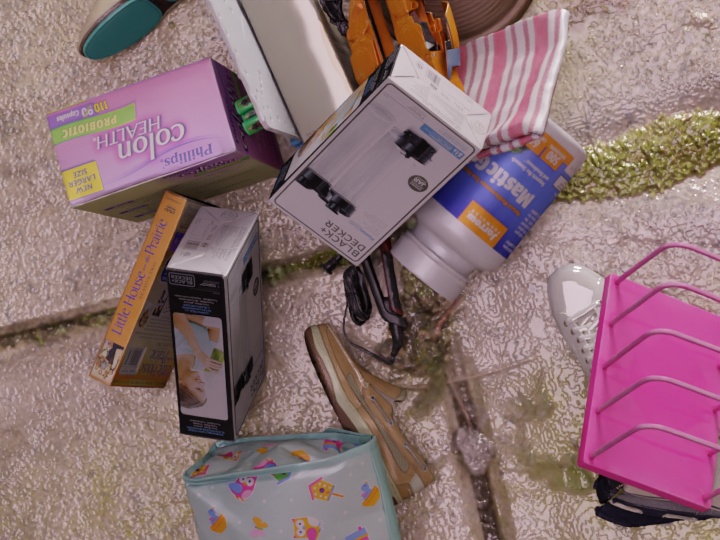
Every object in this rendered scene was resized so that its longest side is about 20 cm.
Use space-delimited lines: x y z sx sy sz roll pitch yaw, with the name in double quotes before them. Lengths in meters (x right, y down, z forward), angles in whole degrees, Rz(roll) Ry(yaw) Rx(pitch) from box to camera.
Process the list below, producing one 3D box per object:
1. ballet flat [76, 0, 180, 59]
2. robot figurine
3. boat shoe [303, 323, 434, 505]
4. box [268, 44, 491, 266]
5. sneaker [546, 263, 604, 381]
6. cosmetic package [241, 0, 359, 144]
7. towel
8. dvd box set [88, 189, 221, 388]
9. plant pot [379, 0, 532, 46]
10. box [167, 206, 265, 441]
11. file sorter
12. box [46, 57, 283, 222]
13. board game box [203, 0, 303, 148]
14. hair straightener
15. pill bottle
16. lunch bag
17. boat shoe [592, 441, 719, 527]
"ballet flat" -0.222 -0.299 1.810 0.199 0.069 0.070 -33 82 6
"robot figurine" 0.032 -0.243 1.667 0.144 0.058 0.202 -18 85 41
"boat shoe" 0.012 0.137 1.742 0.076 0.072 0.201 -27 93 -2
"box" 0.017 -0.106 1.630 0.116 0.060 0.200 37 129 -16
"sneaker" 0.248 0.079 1.685 0.073 0.085 0.201 -34 81 10
"cosmetic package" -0.042 -0.203 1.742 0.073 0.103 0.201 -25 84 14
"towel" 0.112 -0.170 1.673 0.199 0.030 0.147 -15 51 43
"dvd box set" -0.198 0.022 1.742 0.029 0.146 0.201 23 93 17
"plant pot" 0.082 -0.325 1.731 0.199 0.093 0.203 -1 87 12
"box" -0.140 0.053 1.693 0.060 0.117 0.201 7 124 11
"file sorter" 0.303 0.094 1.591 0.138 0.125 0.201 21 61 -14
"box" -0.190 -0.126 1.720 0.175 0.200 0.097 -18 85 10
"board game box" -0.113 -0.217 1.708 0.026 0.200 0.201 -26 83 12
"hair straightener" 0.000 0.000 1.764 0.076 0.041 0.202 -12 90 10
"pill bottle" 0.122 -0.071 1.701 0.112 0.112 0.200 39 94 10
"lunch bag" -0.056 0.251 1.703 0.198 0.122 0.172 -9 101 16
"boat shoe" 0.322 0.215 1.678 0.198 0.093 0.075 12 56 -12
